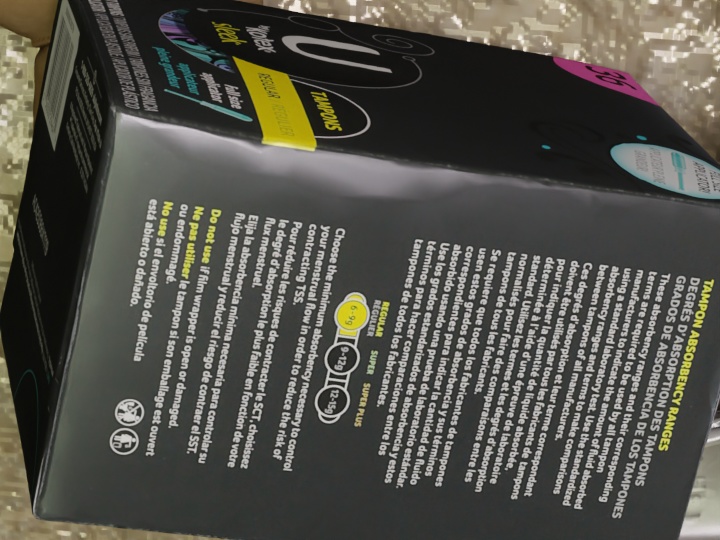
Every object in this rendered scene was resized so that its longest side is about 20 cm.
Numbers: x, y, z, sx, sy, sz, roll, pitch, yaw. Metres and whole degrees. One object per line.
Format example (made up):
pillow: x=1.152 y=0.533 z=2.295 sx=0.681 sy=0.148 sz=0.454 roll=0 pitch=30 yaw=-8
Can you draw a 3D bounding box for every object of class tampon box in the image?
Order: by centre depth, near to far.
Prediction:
tampon box: x=0.000 y=0.000 z=0.828 sx=0.199 sy=0.150 sz=0.127 roll=8 pitch=109 yaw=-16

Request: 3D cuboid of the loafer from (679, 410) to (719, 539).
loafer: x=0.156 y=0.076 z=0.901 sx=0.199 sy=0.070 sz=0.070 roll=-5 pitch=108 yaw=12

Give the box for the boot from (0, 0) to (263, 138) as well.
boot: x=-0.106 y=-0.040 z=0.912 sx=0.174 sy=0.066 sz=0.201 roll=3 pitch=110 yaw=9
